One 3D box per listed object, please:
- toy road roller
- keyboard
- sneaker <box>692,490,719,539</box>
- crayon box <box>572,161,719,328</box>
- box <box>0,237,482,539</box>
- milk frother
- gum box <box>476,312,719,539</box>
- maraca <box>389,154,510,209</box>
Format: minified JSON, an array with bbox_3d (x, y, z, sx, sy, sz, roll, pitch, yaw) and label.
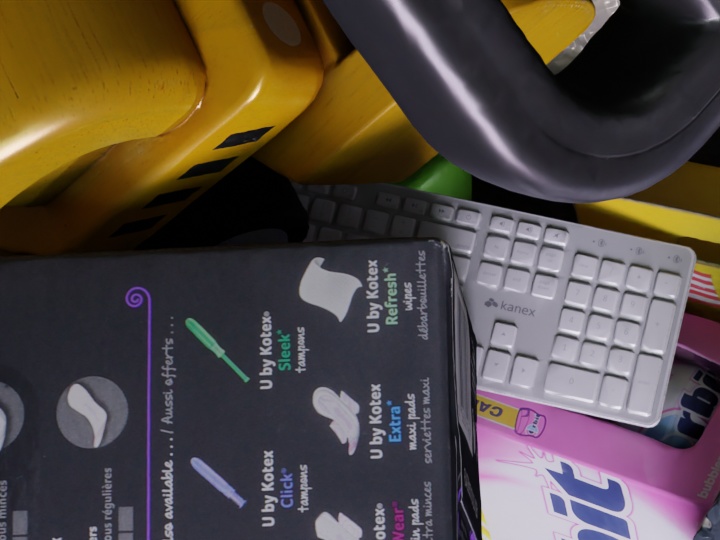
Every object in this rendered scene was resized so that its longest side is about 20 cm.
[{"bbox_3d":[-0.050,-0.077,0.710,0.200,0.123,0.146,-37,161,30],"label":"toy road roller"},{"bbox_3d":[0.000,0.000,0.800,0.199,0.057,0.011,12,163,11],"label":"keyboard"},{"bbox_3d":[0.162,0.092,0.788,0.077,0.087,0.200,6,153,36],"label":"sneaker"},{"bbox_3d":[0.153,0.033,0.851,0.126,0.051,0.200,14,148,30],"label":"crayon box"},{"bbox_3d":[-0.068,0.058,0.726,0.198,0.107,0.122,-2,165,5],"label":"box"},{"bbox_3d":[0.039,-0.134,0.620,0.180,0.200,0.188,-40,122,3],"label":"milk frother"},{"bbox_3d":[0.093,0.085,0.867,0.113,0.066,0.200,17,149,25],"label":"gum box"},{"bbox_3d":[-0.015,0.043,0.881,0.136,0.107,0.201,0,124,-25],"label":"maraca"}]
